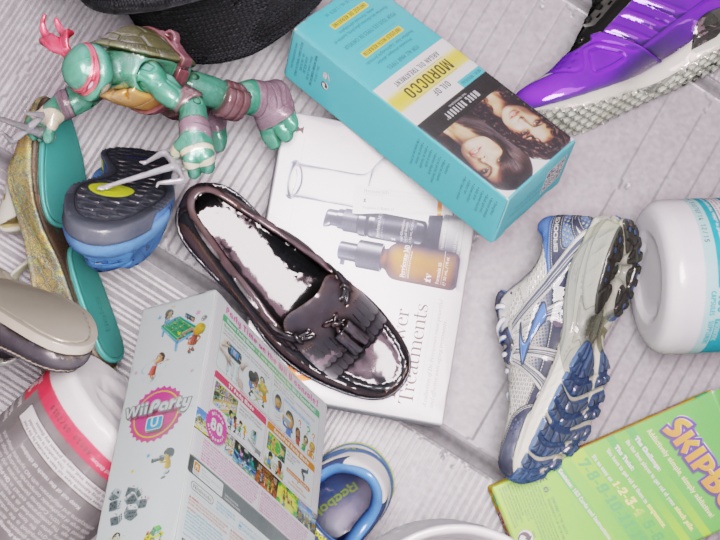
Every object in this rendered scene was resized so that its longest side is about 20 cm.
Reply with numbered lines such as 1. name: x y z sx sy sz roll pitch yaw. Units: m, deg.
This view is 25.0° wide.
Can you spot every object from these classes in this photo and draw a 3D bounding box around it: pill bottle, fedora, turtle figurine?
1. pill bottle: -0.224 0.158 1.073 0.200 0.111 0.111 -43 90 7
2. pill bottle: 0.301 0.001 1.169 0.198 0.111 0.112 -2 84 -7
3. fedora: -0.095 -0.208 1.135 0.199 0.201 0.092 -29 131 -9
4. turtle figurine: -0.141 -0.111 1.074 0.149 0.199 0.102 23 104 36

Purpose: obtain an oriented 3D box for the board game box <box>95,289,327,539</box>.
1. board game box: -0.090 0.138 1.029 0.064 0.148 0.202 -15 48 26

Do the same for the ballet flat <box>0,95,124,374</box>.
1. ballet flat: -0.219 -0.019 1.132 0.070 0.071 0.202 -13 85 -9

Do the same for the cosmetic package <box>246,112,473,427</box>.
1. cosmetic package: 0.000 0.000 1.162 0.149 0.052 0.202 10 83 -3

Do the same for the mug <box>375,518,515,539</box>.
1. mug: 0.037 0.261 1.075 0.147 0.175 0.201 31 81 -3

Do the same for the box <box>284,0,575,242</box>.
1. box: 0.046 -0.115 1.138 0.200 0.049 0.082 39 56 16

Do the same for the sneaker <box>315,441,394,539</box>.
1. sneaker: -0.055 0.195 1.118 0.074 0.082 0.200 44 82 -2

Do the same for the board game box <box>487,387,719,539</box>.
1. board game box: 0.200 0.163 1.182 0.198 0.030 0.096 -22 88 -6

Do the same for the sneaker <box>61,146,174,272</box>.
1. sneaker: -0.158 -0.025 1.070 0.065 0.200 0.079 10 104 -4

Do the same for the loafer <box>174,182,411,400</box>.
1. loafer: -0.047 0.015 1.098 0.200 0.063 0.072 41 83 1

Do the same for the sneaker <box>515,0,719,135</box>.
1. sneaker: 0.188 -0.172 1.200 0.198 0.070 0.100 -23 81 -13

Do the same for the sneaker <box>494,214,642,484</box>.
1. sneaker: 0.134 0.052 1.164 0.085 0.077 0.202 18 85 36

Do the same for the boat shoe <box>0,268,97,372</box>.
1. boat shoe: -0.239 0.040 1.071 0.072 0.199 0.063 5 102 -43
